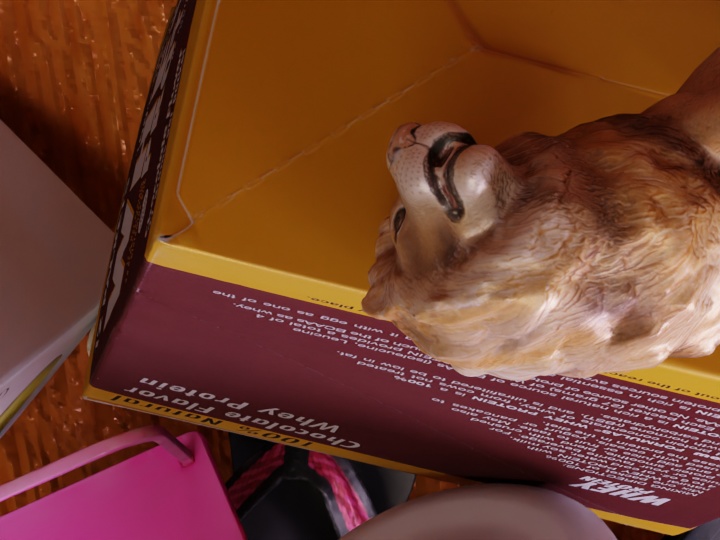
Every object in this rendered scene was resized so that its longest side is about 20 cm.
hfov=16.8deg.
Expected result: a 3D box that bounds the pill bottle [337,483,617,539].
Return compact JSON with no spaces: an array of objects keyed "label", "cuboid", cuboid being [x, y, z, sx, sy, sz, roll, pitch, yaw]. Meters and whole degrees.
[{"label":"pill bottle","cuboid":[0.054,0.173,0.733,0.115,0.116,0.201,-9,122,25]}]

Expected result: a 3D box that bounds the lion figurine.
[{"label":"lion figurine","cuboid":[0.098,-0.040,0.546,0.122,0.200,0.073,-6,114,54]}]

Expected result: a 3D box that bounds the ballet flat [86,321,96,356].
[{"label":"ballet flat","cuboid":[0.000,0.000,0.831,0.199,0.066,0.057,-14,96,11]}]

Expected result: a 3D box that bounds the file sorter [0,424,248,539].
[{"label":"file sorter","cuboid":[-0.082,0.166,0.780,0.138,0.125,0.201,-24,81,0]}]

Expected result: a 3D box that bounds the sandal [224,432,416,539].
[{"label":"sandal","cuboid":[-0.022,0.102,0.905,0.075,0.045,0.201,12,111,10]}]

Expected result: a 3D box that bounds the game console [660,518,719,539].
[{"label":"game console","cuboid":[0.173,0.144,0.790,0.172,0.119,0.200,38,102,-1]}]

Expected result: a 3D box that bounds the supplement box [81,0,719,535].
[{"label":"supplement box","cuboid":[0.038,-0.023,0.676,0.196,0.134,0.200,14,164,-8]}]

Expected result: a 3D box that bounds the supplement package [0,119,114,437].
[{"label":"supplement package","cuboid":[-0.212,0.034,0.857,0.151,0.152,0.200,45,129,2]}]
